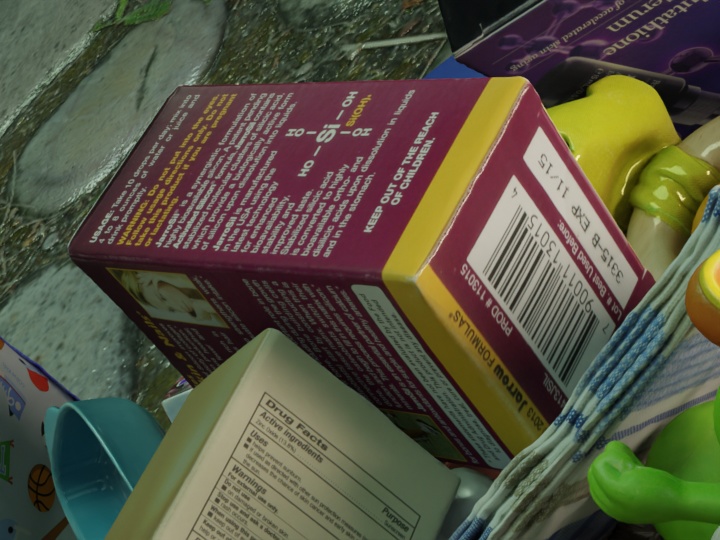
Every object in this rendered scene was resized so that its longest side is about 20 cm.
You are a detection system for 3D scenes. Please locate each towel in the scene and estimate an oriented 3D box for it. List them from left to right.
[{"bbox_3d":[0.107,0.042,0.659,0.024,0.147,0.200,43,116,20],"label":"towel"}]

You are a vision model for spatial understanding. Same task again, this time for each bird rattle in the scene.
[{"bbox_3d":[0.181,-0.031,0.787,0.199,0.113,0.163,-15,52,19],"label":"bird rattle"}]

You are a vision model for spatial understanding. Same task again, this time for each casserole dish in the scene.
[{"bbox_3d":[-0.092,0.145,0.888,0.039,0.121,0.200,-23,65,-26],"label":"casserole dish"}]

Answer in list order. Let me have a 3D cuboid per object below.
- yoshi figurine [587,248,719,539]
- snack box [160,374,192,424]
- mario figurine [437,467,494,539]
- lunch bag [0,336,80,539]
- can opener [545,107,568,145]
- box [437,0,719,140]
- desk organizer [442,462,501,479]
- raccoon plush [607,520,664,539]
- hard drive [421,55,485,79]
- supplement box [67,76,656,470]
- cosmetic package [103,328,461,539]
[{"bbox_3d":[0.132,0.052,0.599,0.112,0.200,0.112,3,47,8],"label":"yoshi figurine"},{"bbox_3d":[0.010,0.032,0.919,0.200,0.053,0.142,-22,8,9],"label":"snack box"},{"bbox_3d":[0.053,0.162,0.727,0.106,0.124,0.200,21,38,17],"label":"mario figurine"},{"bbox_3d":[-0.220,0.149,1.016,0.124,0.170,0.200,3,54,45],"label":"lunch bag"},{"bbox_3d":[0.156,-0.091,1.002,0.200,0.053,0.067,-23,70,33],"label":"can opener"},{"bbox_3d":[0.146,-0.144,0.853,0.148,0.200,0.105,-32,56,33],"label":"box"},{"bbox_3d":[-0.013,0.117,0.910,0.200,0.072,0.077,1,50,50],"label":"desk organizer"},{"bbox_3d":[0.099,0.190,0.677,0.200,0.097,0.134,-43,-22,-57],"label":"raccoon plush"},{"bbox_3d":[0.053,-0.089,1.061,0.132,0.025,0.200,-59,13,-25],"label":"hard drive"},{"bbox_3d":[0.000,0.000,0.755,0.200,0.131,0.103,5,55,41],"label":"supplement box"},{"bbox_3d":[-0.050,0.131,0.663,0.071,0.105,0.200,-37,18,46],"label":"cosmetic package"}]
